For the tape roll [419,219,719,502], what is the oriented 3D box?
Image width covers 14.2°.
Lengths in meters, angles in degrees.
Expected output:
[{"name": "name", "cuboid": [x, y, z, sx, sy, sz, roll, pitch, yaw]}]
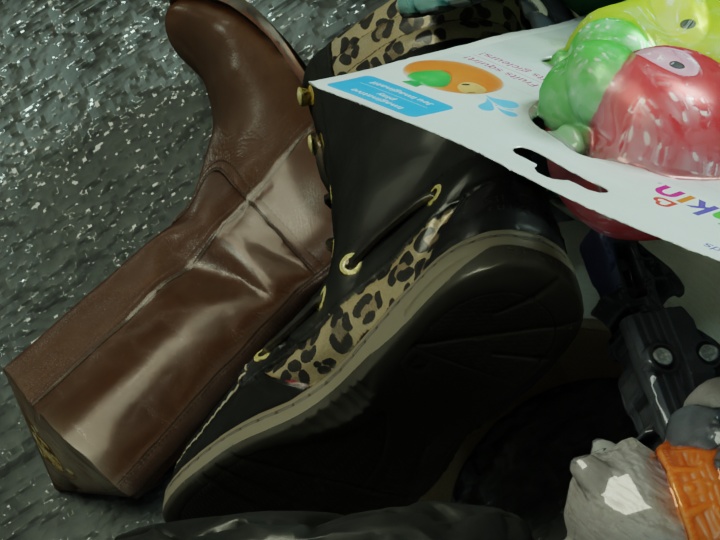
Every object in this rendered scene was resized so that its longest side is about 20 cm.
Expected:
[{"name": "tape roll", "cuboid": [0.071, 0.070, 1.043, 0.203, 0.037, 0.203, -16, 47, 19]}]

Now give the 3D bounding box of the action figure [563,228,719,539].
[{"name": "action figure", "cuboid": [0.146, 0.044, 0.933, 0.193, 0.105, 0.200, -17, 64, -19]}]

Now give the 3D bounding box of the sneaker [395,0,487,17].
[{"name": "sneaker", "cuboid": [0.087, -0.162, 0.987, 0.200, 0.086, 0.078, -29, 15, -22]}]

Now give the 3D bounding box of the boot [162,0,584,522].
[{"name": "boot", "cuboid": [0.000, 0.000, 1.027, 0.200, 0.073, 0.151, -44, 36, 40]}]

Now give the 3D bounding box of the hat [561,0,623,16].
[{"name": "hat", "cuboid": [0.103, -0.100, 1.129, 0.165, 0.200, 0.176, 4, 87, 4]}]

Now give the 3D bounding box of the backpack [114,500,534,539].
[{"name": "backpack", "cuboid": [-0.013, 0.177, 0.900, 0.167, 0.127, 0.200, -6, 68, 6]}]

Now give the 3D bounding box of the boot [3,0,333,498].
[{"name": "boot", "cuboid": [-0.087, -0.012, 1.194, 0.200, 0.064, 0.186, -47, 43, -5]}]

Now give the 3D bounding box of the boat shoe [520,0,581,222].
[{"name": "boat shoe", "cuboid": [0.051, -0.079, 1.133, 0.075, 0.062, 0.200, -51, 28, 12]}]

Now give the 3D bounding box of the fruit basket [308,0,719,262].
[{"name": "fruit basket", "cuboid": [0.115, -0.052, 0.909, 0.185, 0.200, 0.094, 26, 112, 34]}]
